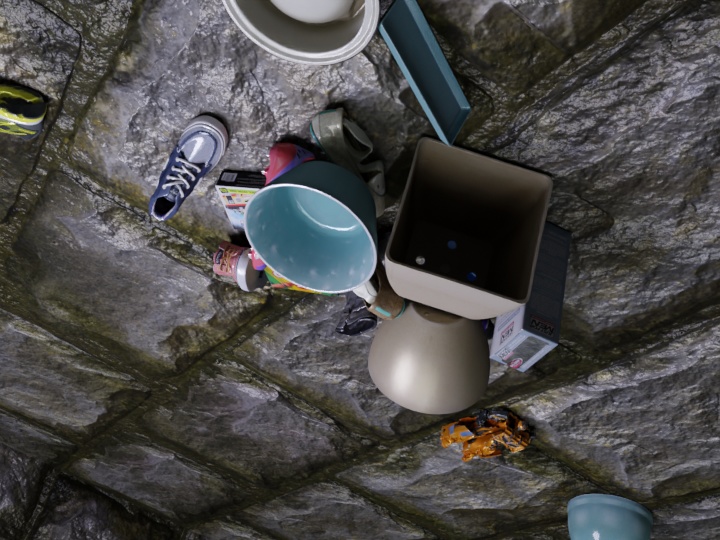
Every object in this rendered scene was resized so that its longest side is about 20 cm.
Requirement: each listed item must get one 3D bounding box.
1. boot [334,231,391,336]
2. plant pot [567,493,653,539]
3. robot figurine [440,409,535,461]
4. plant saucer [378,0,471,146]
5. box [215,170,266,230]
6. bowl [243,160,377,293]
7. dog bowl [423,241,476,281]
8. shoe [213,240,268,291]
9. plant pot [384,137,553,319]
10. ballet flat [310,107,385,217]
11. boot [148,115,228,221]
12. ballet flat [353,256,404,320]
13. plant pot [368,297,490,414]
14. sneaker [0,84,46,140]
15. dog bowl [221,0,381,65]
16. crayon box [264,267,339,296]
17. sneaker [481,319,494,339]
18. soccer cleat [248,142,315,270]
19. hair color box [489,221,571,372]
[{"bbox_3d":[0.028,0.030,1.372,0.069,0.133,0.200,20,147,-17],"label":"boot"},{"bbox_3d":[0.578,0.631,1.947,0.198,0.135,0.201,12,145,8],"label":"plant pot"},{"bbox_3d":[0.273,0.354,1.771,0.144,0.059,0.199,36,142,-26],"label":"robot figurine"},{"bbox_3d":[0.080,-0.250,1.034,0.019,0.070,0.201,9,147,40],"label":"plant saucer"},{"bbox_3d":[-0.125,-0.106,1.346,0.197,0.035,0.111,6,144,17],"label":"box"},{"bbox_3d":[-0.055,-0.075,1.182,0.198,0.106,0.202,14,137,13],"label":"bowl"},{"bbox_3d":[0.138,0.018,1.385,0.111,0.050,0.200,27,143,-13],"label":"dog bowl"},{"bbox_3d":[-0.214,-0.010,1.432,0.090,0.072,0.200,18,177,4],"label":"shoe"},{"bbox_3d":[0.141,-0.036,1.199,0.197,0.202,0.177,17,155,1],"label":"plant pot"},{"bbox_3d":[0.000,-0.152,1.205,0.062,0.068,0.200,-19,133,24],"label":"ballet flat"},{"bbox_3d":[-0.270,-0.153,1.297,0.072,0.091,0.200,28,144,-15],"label":"boot"},{"bbox_3d":[0.000,0.000,1.305,0.072,0.201,0.068,13,125,-38],"label":"ballet flat"},{"bbox_3d":[0.116,0.105,1.309,0.198,0.201,0.136,13,128,7],"label":"plant pot"},{"bbox_3d":[-0.595,-0.258,1.312,0.198,0.075,0.085,21,146,-4],"label":"sneaker"},{"bbox_3d":[-0.064,-0.341,0.967,0.197,0.074,0.201,12,144,9],"label":"dog bowl"},{"bbox_3d":[-0.104,-0.029,1.369,0.125,0.051,0.201,8,153,13],"label":"crayon box"},{"bbox_3d":[0.159,0.120,1.498,0.099,0.070,0.199,31,146,-32],"label":"sneaker"},{"bbox_3d":[-0.122,-0.093,1.262,0.075,0.067,0.203,11,104,-4],"label":"soccer cleat"},{"bbox_3d":[0.252,0.035,1.225,0.060,0.202,0.099,23,145,-8],"label":"hair color box"}]
